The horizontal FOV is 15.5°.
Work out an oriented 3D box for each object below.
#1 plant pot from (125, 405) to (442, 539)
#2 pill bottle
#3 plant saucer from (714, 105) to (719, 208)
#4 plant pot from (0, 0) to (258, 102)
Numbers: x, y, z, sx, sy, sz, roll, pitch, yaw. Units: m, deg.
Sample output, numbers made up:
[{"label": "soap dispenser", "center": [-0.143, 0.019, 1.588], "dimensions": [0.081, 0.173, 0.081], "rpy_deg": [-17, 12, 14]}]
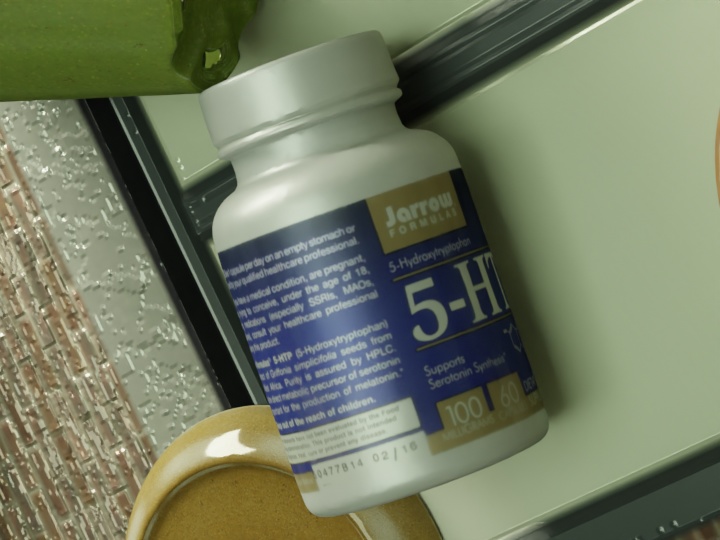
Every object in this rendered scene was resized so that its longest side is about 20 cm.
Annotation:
[{"label": "plant pot", "center": [-0.043, 0.168, 1.321], "dimensions": [0.199, 0.027, 0.201], "rpy_deg": [7, 104, 29]}, {"label": "pill bottle", "center": [0.000, 0.000, 1.203], "dimensions": [0.119, 0.120, 0.201], "rpy_deg": [-19, 91, 33]}, {"label": "plant saucer", "center": [0.245, -0.044, 1.098], "dimensions": [0.200, 0.032, 0.201], "rpy_deg": [7, 104, 29]}, {"label": "plant pot", "center": [-0.150, -0.155, 1.241], "dimensions": [0.189, 0.200, 0.201], "rpy_deg": [7, 104, 16]}]
